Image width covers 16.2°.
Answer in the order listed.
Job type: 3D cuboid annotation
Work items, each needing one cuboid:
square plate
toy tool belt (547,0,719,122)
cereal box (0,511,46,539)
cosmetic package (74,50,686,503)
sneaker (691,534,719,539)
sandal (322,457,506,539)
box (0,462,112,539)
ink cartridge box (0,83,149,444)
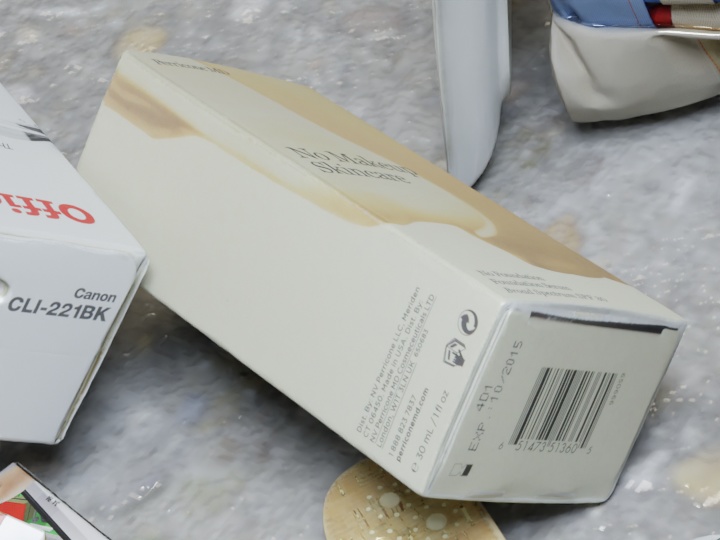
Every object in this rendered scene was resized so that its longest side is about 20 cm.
[{"bbox_3d":[0.043,-0.162,0.957,0.028,0.198,0.200,-1,45,5],"label":"square plate"},{"bbox_3d":[0.125,-0.134,0.909,0.123,0.200,0.125,-2,61,15],"label":"toy tool belt"},{"bbox_3d":[-0.208,0.103,0.728,0.200,0.040,0.144,23,79,-2],"label":"cereal box"},{"bbox_3d":[0.000,0.000,0.860,0.200,0.071,0.105,34,18,37],"label":"cosmetic package"},{"bbox_3d":[0.090,0.153,0.668,0.077,0.091,0.201,12,65,-2],"label":"sneaker"},{"bbox_3d":[0.046,0.112,0.766,0.078,0.070,0.212,-29,45,-15],"label":"sandal"},{"bbox_3d":[-0.088,0.148,0.791,0.110,0.035,0.200,-38,48,-23],"label":"box"},{"bbox_3d":[-0.187,-0.031,0.874,0.144,0.084,0.200,8,26,-41],"label":"ink cartridge box"}]
